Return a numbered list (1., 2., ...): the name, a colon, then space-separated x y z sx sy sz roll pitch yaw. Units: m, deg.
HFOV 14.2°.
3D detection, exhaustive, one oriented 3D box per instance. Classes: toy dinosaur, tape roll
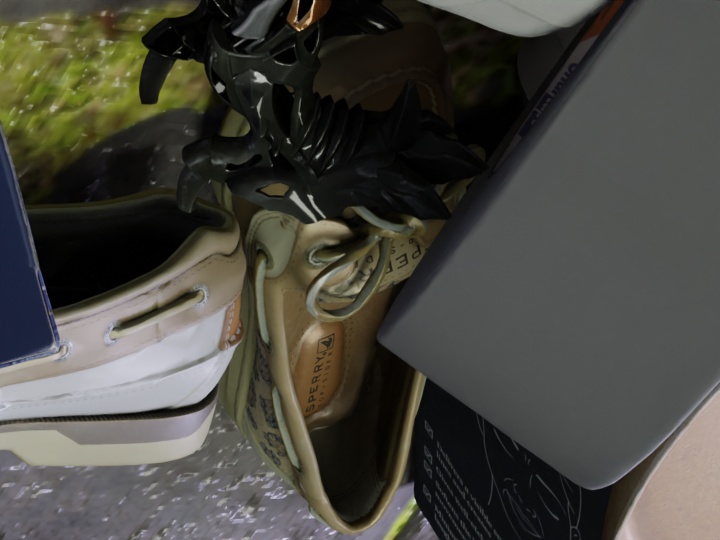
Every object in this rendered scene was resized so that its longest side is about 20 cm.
1. toy dinosaur: -0.026 -0.092 0.687 0.199 0.102 0.136 -3 134 14
2. tape roll: 0.087 -0.046 0.696 0.201 0.066 0.200 -54 -178 2

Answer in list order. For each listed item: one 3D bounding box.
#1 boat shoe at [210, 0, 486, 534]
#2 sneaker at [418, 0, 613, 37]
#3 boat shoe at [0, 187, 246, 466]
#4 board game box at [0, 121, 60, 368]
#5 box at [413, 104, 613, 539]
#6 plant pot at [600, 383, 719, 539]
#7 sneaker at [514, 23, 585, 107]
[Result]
1. boat shoe: 0.000 0.000 0.833 0.073 0.063 0.200 -22 149 -17
2. sneaker: -0.049 -0.085 0.615 0.200 0.074 0.116 30 121 -15
3. boat shoe: -0.118 0.011 0.744 0.200 0.075 0.069 -4 124 -41
4. board game box: -0.158 0.003 0.604 0.199 0.062 0.200 -15 -175 0
5. box: 0.097 0.052 0.917 0.107 0.149 0.200 -25 148 -16
6. plant pot: 0.144 0.032 0.763 0.200 0.028 0.200 -23 146 -16
7. sneaker: 0.147 -0.056 0.817 0.199 0.075 0.087 13 125 -3
